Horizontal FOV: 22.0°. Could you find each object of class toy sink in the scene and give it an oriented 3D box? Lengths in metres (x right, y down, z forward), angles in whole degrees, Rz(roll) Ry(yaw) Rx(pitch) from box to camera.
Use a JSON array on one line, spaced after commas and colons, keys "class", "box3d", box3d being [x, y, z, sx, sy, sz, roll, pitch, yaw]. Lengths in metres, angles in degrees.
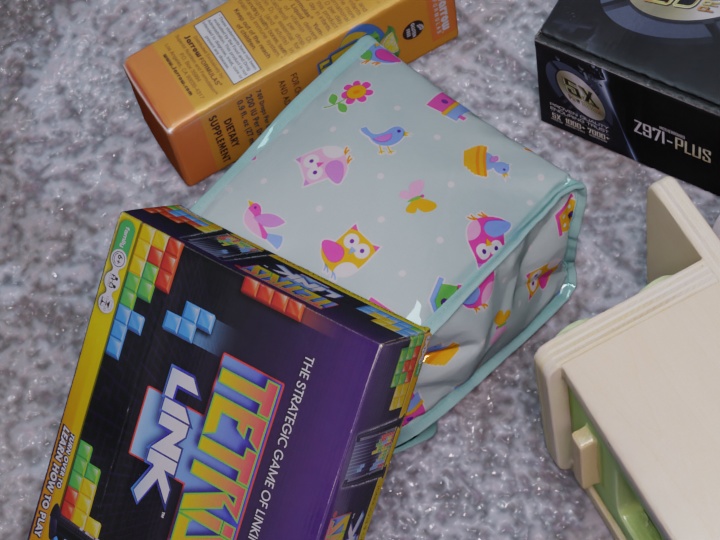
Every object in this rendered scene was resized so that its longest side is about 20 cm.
[{"class": "toy sink", "box3d": [0.159, 0.077, 0.938, 0.111, 0.131, 0.201, -26, 61, -6]}]

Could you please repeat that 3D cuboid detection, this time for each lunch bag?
[{"class": "lunch bag", "box3d": [0.000, 0.000, 1.011, 0.170, 0.122, 0.200, 36, 66, 23]}]

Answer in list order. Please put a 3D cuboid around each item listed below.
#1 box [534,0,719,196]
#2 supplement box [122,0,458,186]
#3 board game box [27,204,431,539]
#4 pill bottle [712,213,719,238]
[{"class": "box", "box3d": [0.220, -0.156, 1.084, 0.163, 0.086, 0.201, 26, 68, 21]}, {"class": "supplement box", "box3d": [-0.039, -0.136, 1.123, 0.199, 0.067, 0.069, -32, 61, -9]}, {"class": "board game box", "box3d": [-0.072, 0.091, 0.937, 0.164, 0.057, 0.202, 25, 107, 27]}, {"class": "pill bottle", "box3d": [0.265, 0.041, 0.952, 0.110, 0.111, 0.201, -26, 60, -6]}]
